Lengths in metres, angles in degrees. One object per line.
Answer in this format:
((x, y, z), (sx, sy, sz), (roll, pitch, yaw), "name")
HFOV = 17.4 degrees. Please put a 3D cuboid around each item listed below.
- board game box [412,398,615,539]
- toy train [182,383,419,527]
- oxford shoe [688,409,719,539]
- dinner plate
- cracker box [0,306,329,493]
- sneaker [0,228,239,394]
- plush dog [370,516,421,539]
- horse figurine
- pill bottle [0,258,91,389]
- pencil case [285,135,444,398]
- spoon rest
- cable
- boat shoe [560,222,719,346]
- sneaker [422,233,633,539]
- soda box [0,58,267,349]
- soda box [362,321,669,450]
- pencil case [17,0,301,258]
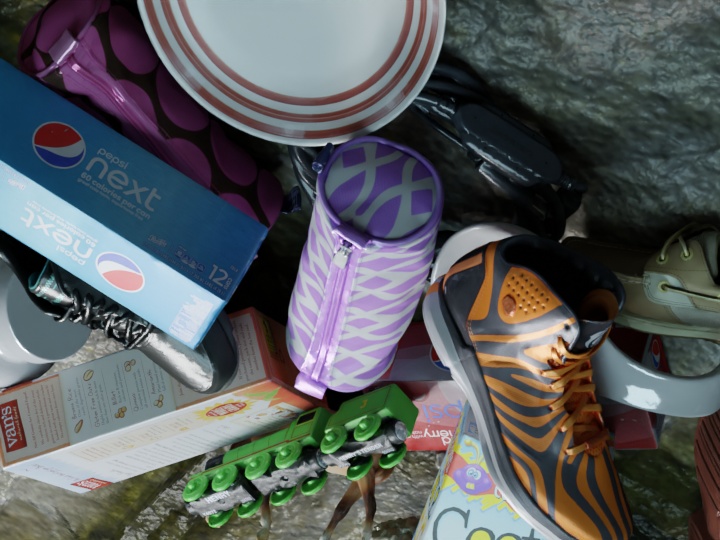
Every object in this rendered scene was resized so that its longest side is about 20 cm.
((0.083, 0.193, 1.527), (0.104, 0.103, 0.201), (20, 107, 1), "board game box")
((-0.043, 0.125, 1.604), (0.199, 0.057, 0.042), (-22, 122, 36), "toy train")
((0.269, 0.148, 1.605), (0.073, 0.071, 0.201), (-7, 134, -8), "oxford shoe")
((-0.041, -0.170, 1.408), (0.198, 0.024, 0.202), (8, 118, 15), "dinner plate")
((-0.136, 0.091, 1.609), (0.199, 0.058, 0.134), (-19, 163, 12), "cracker box")
((-0.166, 0.015, 1.496), (0.200, 0.079, 0.075), (41, 133, 1), "sneaker")
((0.096, 0.230, 1.705), (0.200, 0.161, 0.172), (38, 153, 0), "plush dog")
((-0.029, 0.138, 1.667), (0.199, 0.133, 0.050), (6, 150, 37), "horse figurine")
((-0.269, 0.031, 1.615), (0.199, 0.105, 0.104), (-7, 132, 48), "pill bottle")
((0.000, 0.000, 1.476), (0.083, 0.086, 0.200), (20, 149, 5), "pencil case")
((0.133, 0.037, 1.450), (0.199, 0.061, 0.100), (24, 121, 14), "spoon rest")
((0.037, -0.063, 1.495), (0.199, 0.051, 0.163), (29, 141, -8), "cable")
((0.216, 0.005, 1.479), (0.198, 0.074, 0.067), (15, 117, 12), "boat shoe")
((0.121, 0.070, 1.394), (0.112, 0.077, 0.201), (-35, 85, 43), "sneaker")
((-0.162, -0.041, 1.442), (0.199, 0.068, 0.064), (33, 142, -4), "soda box")
((0.105, 0.077, 1.585), (0.198, 0.064, 0.070), (-2, 131, 22), "soda box")
((-0.131, -0.090, 1.491), (0.090, 0.094, 0.200), (-33, 117, 21), "pencil case")
